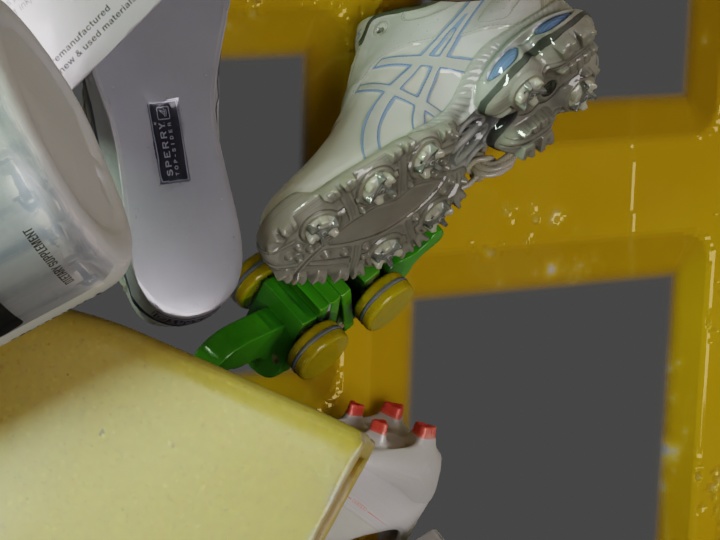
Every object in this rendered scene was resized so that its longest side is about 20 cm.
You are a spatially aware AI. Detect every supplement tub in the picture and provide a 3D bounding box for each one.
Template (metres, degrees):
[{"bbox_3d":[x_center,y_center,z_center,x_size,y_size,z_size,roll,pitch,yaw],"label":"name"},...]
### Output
[{"bbox_3d":[-0.195,-0.008,0.863,0.199,0.123,0.123,-28,116,6],"label":"supplement tub"}]

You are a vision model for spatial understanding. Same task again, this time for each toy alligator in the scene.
[{"bbox_3d":[0.000,0.000,1.136,0.200,0.059,0.054,-36,161,-22],"label":"toy alligator"}]

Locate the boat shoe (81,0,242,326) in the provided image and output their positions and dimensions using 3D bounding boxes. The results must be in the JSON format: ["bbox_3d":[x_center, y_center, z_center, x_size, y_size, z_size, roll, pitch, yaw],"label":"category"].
[{"bbox_3d":[-0.093,-0.074,1.057,0.071,0.066,0.202,-9,85,-22],"label":"boat shoe"}]

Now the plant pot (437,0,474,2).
[{"bbox_3d":[0.012,-0.226,1.010,0.199,0.174,0.202,-7,107,-25],"label":"plant pot"}]

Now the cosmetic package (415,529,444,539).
[{"bbox_3d":[-0.024,0.225,1.139,0.199,0.085,0.108,-26,141,-17],"label":"cosmetic package"}]

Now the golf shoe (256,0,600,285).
[{"bbox_3d":[0.017,-0.072,1.107,0.199,0.097,0.079,-35,150,-21],"label":"golf shoe"}]

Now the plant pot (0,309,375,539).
[{"bbox_3d":[-0.126,0.107,0.971,0.199,0.196,0.195,29,86,4],"label":"plant pot"}]

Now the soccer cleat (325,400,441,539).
[{"bbox_3d":[-0.048,0.100,1.125,0.199,0.069,0.078,8,103,-31],"label":"soccer cleat"}]

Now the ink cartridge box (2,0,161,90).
[{"bbox_3d":[-0.188,-0.166,0.939,0.084,0.146,0.200,-46,118,-9],"label":"ink cartridge box"}]
